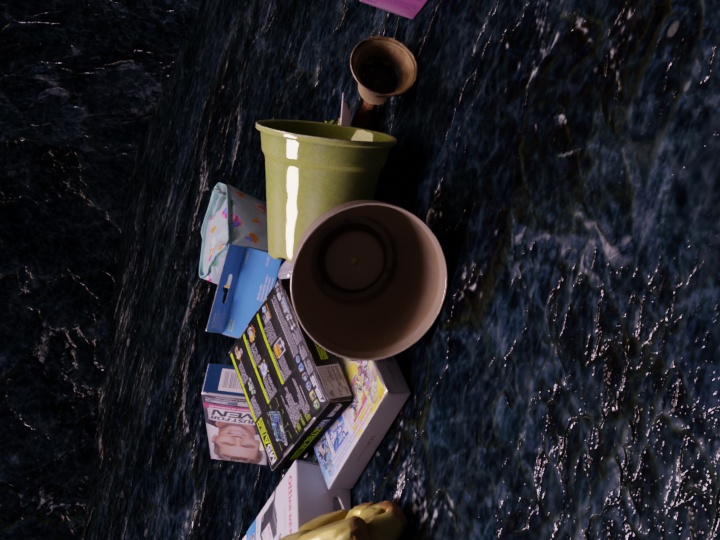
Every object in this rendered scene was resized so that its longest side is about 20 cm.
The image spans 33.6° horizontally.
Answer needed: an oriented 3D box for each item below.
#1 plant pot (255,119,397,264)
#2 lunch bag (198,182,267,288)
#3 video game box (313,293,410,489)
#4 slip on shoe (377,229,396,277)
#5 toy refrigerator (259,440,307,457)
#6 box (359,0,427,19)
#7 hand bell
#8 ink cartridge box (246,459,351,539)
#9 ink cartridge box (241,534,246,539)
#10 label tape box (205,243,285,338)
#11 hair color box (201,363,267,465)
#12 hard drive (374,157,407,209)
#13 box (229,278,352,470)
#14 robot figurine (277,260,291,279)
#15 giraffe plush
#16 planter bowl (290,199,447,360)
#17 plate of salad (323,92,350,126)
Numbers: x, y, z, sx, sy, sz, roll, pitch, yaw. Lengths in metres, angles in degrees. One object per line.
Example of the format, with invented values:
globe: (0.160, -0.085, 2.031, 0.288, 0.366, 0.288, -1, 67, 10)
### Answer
plant pot: (-0.056, -0.105, 1.668, 0.200, 0.198, 0.187, -141, 56, -68)
lunch bag: (-0.191, -0.056, 2.107, 0.122, 0.169, 0.201, -51, 30, 34)
video game box: (-0.017, 0.164, 1.623, 0.201, 0.046, 0.183, -61, 35, 35)
slip on shoe: (0.015, 0.019, 1.662, 0.076, 0.060, 0.201, -99, 30, -47)
toy refrigerator: (-0.100, 0.186, 1.853, 0.076, 0.069, 0.202, 148, 134, -71)
box: (0.085, -0.515, 1.783, 0.200, 0.096, 0.178, 135, 144, -56)
hand bell: (0.017, -0.262, 1.852, 0.200, 0.103, 0.105, 114, 162, -63)
ink cartridge box: (-0.089, 0.383, 1.661, 0.146, 0.083, 0.201, -95, 27, -43)
ink cartridge box: (-0.170, 0.500, 1.869, 0.200, 0.050, 0.162, -53, 29, 39)
label tape box: (-0.148, 0.044, 1.902, 0.063, 0.199, 0.146, 16, 92, 29)
hair color box: (-0.196, 0.235, 1.921, 0.201, 0.099, 0.061, 91, -174, -51)
hard drive: (0.018, -0.093, 1.756, 0.201, 0.042, 0.136, -107, 36, -54)
box: (-0.102, 0.145, 1.662, 0.194, 0.047, 0.201, -55, 50, 44)
robot figurine: (-0.075, 0.058, 1.772, 0.168, 0.112, 0.202, -3, 74, 45)
giraffe plush: (-0.029, 0.385, 1.431, 0.172, 0.198, 0.164, -26, 81, 60)
planter bowl: (0.000, 0.000, 1.530, 0.135, 0.198, 0.202, -128, 55, -73)
plate of salad: (-0.044, -0.186, 1.911, 0.200, 0.047, 0.203, -174, 90, -88)
